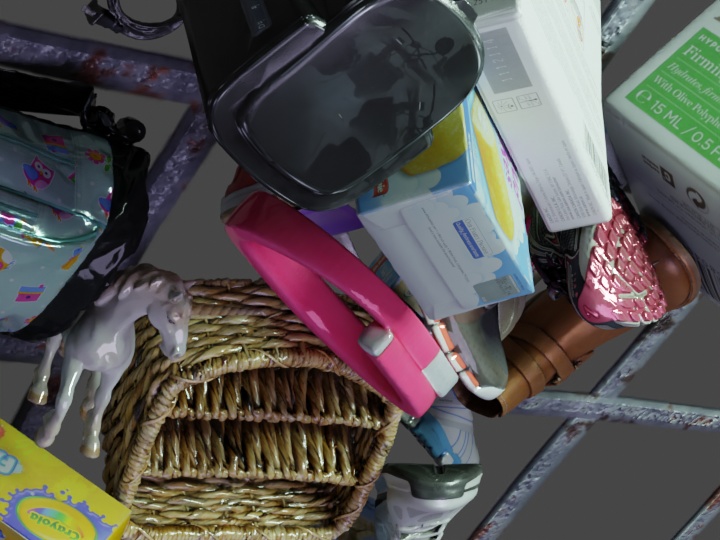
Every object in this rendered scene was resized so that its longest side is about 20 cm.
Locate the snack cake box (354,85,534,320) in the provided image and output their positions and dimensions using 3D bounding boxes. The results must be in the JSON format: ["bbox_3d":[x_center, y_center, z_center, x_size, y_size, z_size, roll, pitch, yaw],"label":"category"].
[{"bbox_3d":[0.042,-0.089,0.969,0.067,0.201,0.115,-16,144,17],"label":"snack cake box"}]

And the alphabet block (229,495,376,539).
[{"bbox_3d":[-0.056,0.302,1.376,0.199,0.198,0.195,-25,143,24],"label":"alphabet block"}]

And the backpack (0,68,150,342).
[{"bbox_3d":[-0.236,-0.037,0.981,0.199,0.127,0.167,19,128,-37],"label":"backpack"}]

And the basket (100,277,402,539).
[{"bbox_3d":[-0.069,0.099,1.178,0.199,0.150,0.143,8,151,-33],"label":"basket"}]

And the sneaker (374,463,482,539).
[{"bbox_3d":[0.048,0.202,1.264,0.075,0.116,0.201,1,171,-6],"label":"sneaker"}]

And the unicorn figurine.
[{"bbox_3d":[-0.160,0.044,1.067,0.073,0.200,0.138,12,105,-37],"label":"unicorn figurine"}]

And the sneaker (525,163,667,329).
[{"bbox_3d":[0.148,-0.006,1.105,0.074,0.200,0.081,-30,103,14],"label":"sneaker"}]

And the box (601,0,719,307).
[{"bbox_3d":[0.303,-0.060,1.140,0.171,0.199,0.200,-40,141,-6],"label":"box"}]

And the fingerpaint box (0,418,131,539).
[{"bbox_3d":[-0.272,0.176,1.158,0.073,0.199,0.167,-47,167,-50],"label":"fingerpaint box"}]

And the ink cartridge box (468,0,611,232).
[{"bbox_3d":[0.101,-0.150,1.001,0.044,0.177,0.200,-10,145,18],"label":"ink cartridge box"}]

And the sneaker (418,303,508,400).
[{"bbox_3d":[0.067,-0.015,1.075,0.081,0.077,0.201,-21,103,3],"label":"sneaker"}]

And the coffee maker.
[{"bbox_3d":[-0.042,-0.132,0.904,0.134,0.201,0.192,14,128,-32],"label":"coffee maker"}]

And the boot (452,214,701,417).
[{"bbox_3d":[0.149,0.038,1.231,0.155,0.077,0.200,-36,-176,-19],"label":"boot"}]

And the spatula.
[{"bbox_3d":[0.000,0.000,1.151,0.056,0.021,0.200,-13,147,19],"label":"spatula"}]

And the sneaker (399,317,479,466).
[{"bbox_3d":[0.069,0.099,1.340,0.087,0.075,0.200,-42,148,-4],"label":"sneaker"}]

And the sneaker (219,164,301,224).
[{"bbox_3d":[-0.043,-0.098,1.067,0.071,0.114,0.200,-4,168,-26],"label":"sneaker"}]

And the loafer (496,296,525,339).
[{"bbox_3d":[0.059,-0.026,1.142,0.075,0.068,0.201,-22,118,18],"label":"loafer"}]

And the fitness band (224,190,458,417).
[{"bbox_3d":[-0.013,0.023,1.050,0.037,0.143,0.200,-49,149,-9],"label":"fitness band"}]

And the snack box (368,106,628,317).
[{"bbox_3d":[0.104,-0.041,1.218,0.116,0.037,0.200,15,127,-36],"label":"snack box"}]
